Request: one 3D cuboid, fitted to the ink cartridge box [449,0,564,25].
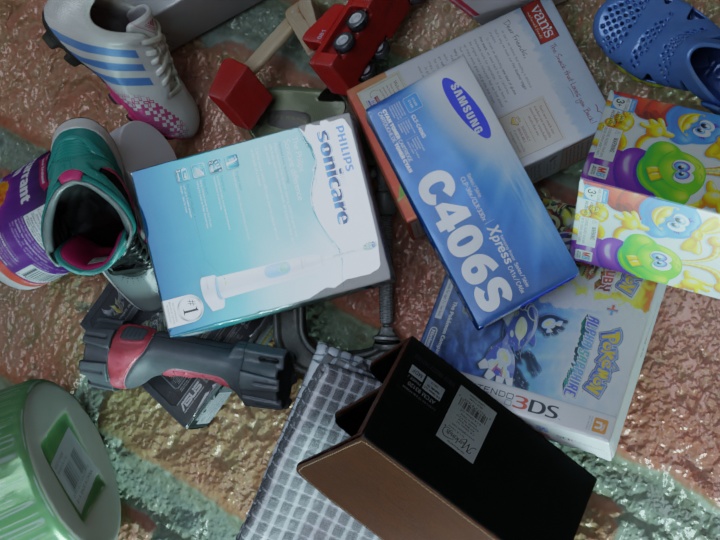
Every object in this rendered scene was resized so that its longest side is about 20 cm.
[{"bbox_3d":[0.102,-0.327,1.145,0.084,0.145,0.202,-20,81,20],"label":"ink cartridge box"}]

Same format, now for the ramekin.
[{"bbox_3d":[-0.310,0.201,1.251,0.097,0.200,0.202,-23,79,10],"label":"ramekin"}]

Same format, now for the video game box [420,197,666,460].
[{"bbox_3d":[0.154,0.038,1.121,0.180,0.047,0.202,15,69,19],"label":"video game box"}]

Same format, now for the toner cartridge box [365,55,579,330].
[{"bbox_3d":[0.090,-0.062,1.083,0.094,0.043,0.202,-28,84,-1],"label":"toner cartridge box"}]

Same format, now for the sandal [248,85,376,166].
[{"bbox_3d":[-0.021,-0.138,1.229,0.198,0.057,0.081,0,87,21],"label":"sandal"}]

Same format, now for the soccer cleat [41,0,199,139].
[{"bbox_3d":[-0.204,-0.196,1.234,0.086,0.200,0.070,-30,44,24],"label":"soccer cleat"}]

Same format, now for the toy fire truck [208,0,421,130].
[{"bbox_3d":[-0.038,-0.217,1.221,0.140,0.049,0.201,16,69,42],"label":"toy fire truck"}]

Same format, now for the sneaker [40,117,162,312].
[{"bbox_3d":[-0.217,-0.021,1.156,0.083,0.121,0.201,-18,122,10],"label":"sneaker"}]

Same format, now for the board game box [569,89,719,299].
[{"bbox_3d":[0.278,-0.052,1.053,0.198,0.104,0.106,15,55,14],"label":"board game box"}]

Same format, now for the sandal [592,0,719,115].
[{"bbox_3d":[0.281,-0.177,1.101,0.199,0.087,0.080,30,99,22],"label":"sandal"}]

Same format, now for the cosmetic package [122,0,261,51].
[{"bbox_3d":[-0.189,-0.284,1.288,0.198,0.085,0.109,-27,75,18],"label":"cosmetic package"}]

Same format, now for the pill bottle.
[{"bbox_3d":[-0.272,-0.066,1.275,0.198,0.111,0.113,-24,79,29],"label":"pill bottle"}]

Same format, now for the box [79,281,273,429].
[{"bbox_3d":[-0.155,0.026,1.275,0.158,0.048,0.201,40,100,19],"label":"box"}]

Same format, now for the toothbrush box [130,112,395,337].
[{"bbox_3d":[-0.081,-0.037,1.151,0.198,0.085,0.148,-16,87,5],"label":"toothbrush box"}]

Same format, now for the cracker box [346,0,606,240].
[{"bbox_3d":[0.104,-0.132,1.149,0.198,0.058,0.135,-25,73,1],"label":"cracker box"}]

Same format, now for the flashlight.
[{"bbox_3d":[-0.157,0.090,1.216,0.197,0.068,0.069,10,86,16],"label":"flashlight"}]

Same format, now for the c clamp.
[{"bbox_3d":[0.000,0.000,1.205,0.168,0.027,0.203,4,96,-6],"label":"c clamp"}]

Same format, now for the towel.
[{"bbox_3d":[-0.001,0.185,1.167,0.164,0.086,0.202,24,95,0],"label":"towel"}]

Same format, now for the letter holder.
[{"bbox_3d":[0.066,0.170,1.091,0.199,0.142,0.101,38,57,-11],"label":"letter holder"}]
